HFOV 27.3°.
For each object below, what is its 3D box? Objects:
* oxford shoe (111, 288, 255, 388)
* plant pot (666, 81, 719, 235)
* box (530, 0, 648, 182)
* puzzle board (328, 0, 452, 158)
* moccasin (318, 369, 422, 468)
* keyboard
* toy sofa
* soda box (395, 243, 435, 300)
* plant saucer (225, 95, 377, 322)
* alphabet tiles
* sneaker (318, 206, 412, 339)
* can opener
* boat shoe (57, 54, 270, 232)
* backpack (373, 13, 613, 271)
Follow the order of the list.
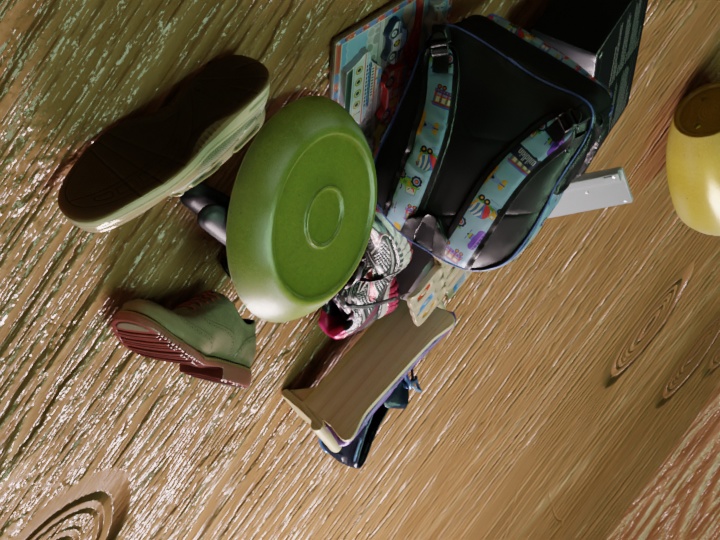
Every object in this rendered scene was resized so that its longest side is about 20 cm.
[{"bbox_3d":[-0.153,0.048,1.306,0.200,0.070,0.075,39,63,-64],"label":"oxford shoe"},{"bbox_3d":[0.490,-0.167,1.981,0.200,0.200,0.142,-47,130,-10],"label":"plant pot"},{"bbox_3d":[0.232,-0.210,1.546,0.141,0.079,0.200,-57,160,-32],"label":"box"},{"bbox_3d":[0.027,-0.166,1.361,0.151,0.017,0.200,-37,151,-30],"label":"puzzle board"},{"bbox_3d":[0.031,0.140,1.714,0.080,0.068,0.200,0,124,-59],"label":"moccasin"},{"bbox_3d":[0.190,-0.073,1.595,0.056,0.199,0.011,56,29,-51],"label":"keyboard"},{"bbox_3d":[0.018,0.105,1.613,0.200,0.097,0.083,-48,155,-9],"label":"toy sofa"},{"bbox_3d":[0.091,-0.062,1.554,0.200,0.064,0.068,-55,155,6],"label":"soda box"},{"bbox_3d":[-0.041,-0.049,1.278,0.200,0.031,0.201,-28,126,-48],"label":"plant saucer"},{"bbox_3d":[0.111,-0.032,1.503,0.196,0.015,0.200,-51,167,-7],"label":"alphabet tiles"},{"bbox_3d":[0.000,0.000,1.461,0.075,0.081,0.200,-37,152,-25],"label":"sneaker"},{"bbox_3d":[-0.094,-0.026,1.284,0.079,0.063,0.200,-51,156,-1],"label":"can opener"},{"bbox_3d":[-0.142,-0.085,1.119,0.200,0.072,0.065,-44,154,-30],"label":"boat shoe"},{"bbox_3d":[0.114,-0.110,1.349,0.201,0.182,0.135,-64,168,25],"label":"backpack"}]
